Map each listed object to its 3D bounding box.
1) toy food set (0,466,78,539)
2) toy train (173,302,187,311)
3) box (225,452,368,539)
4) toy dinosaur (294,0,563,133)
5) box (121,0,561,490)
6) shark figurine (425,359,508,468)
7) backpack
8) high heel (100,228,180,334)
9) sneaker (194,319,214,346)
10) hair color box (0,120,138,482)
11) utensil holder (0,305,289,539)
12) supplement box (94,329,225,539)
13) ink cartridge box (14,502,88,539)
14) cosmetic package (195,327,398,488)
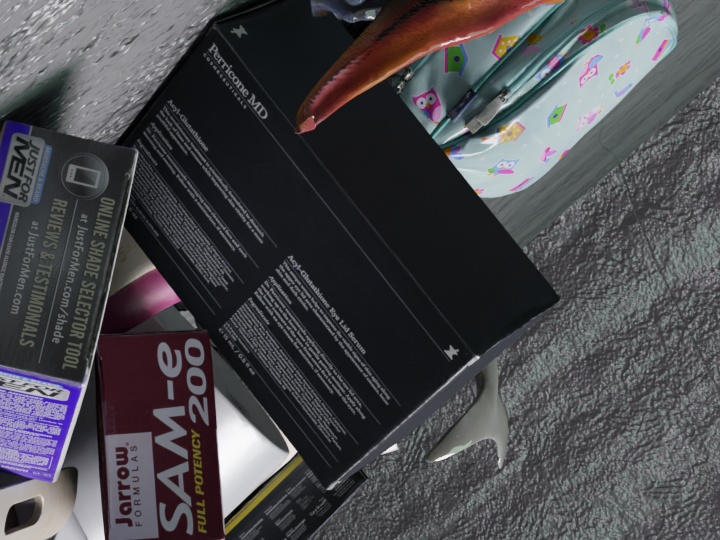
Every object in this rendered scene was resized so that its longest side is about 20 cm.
[{"bbox_3d":[-0.257,0.127,1.082,0.200,0.060,0.144,-10,179,13],"label":"toy food set"},{"bbox_3d":[-0.190,0.067,1.424,0.200,0.034,0.046,-41,170,7],"label":"toy train"},{"bbox_3d":[-0.101,0.203,1.394,0.200,0.049,0.160,-42,177,-39],"label":"box"},{"bbox_3d":[0.068,-0.128,0.994,0.181,0.200,0.105,5,158,1],"label":"toy dinosaur"},{"bbox_3d":[-0.020,-0.016,1.061,0.079,0.200,0.141,-31,170,-43],"label":"box"},{"bbox_3d":[0.022,0.001,1.167,0.128,0.214,0.090,-52,173,6],"label":"shark figurine"},{"bbox_3d":[0.079,-0.121,1.236,0.200,0.127,0.167,-43,170,10],"label":"backpack"},{"bbox_3d":[-0.130,0.010,1.198,0.200,0.067,0.096,-28,163,-50],"label":"high heel"},{"bbox_3d":[-0.068,0.006,1.507,0.088,0.075,0.200,-21,-166,37],"label":"sneaker"},{"bbox_3d":[-0.150,0.021,0.987,0.200,0.065,0.109,127,-25,-68],"label":"hair color box"},{"bbox_3d":[-0.169,0.119,1.336,0.200,0.170,0.170,-42,173,1],"label":"utensil holder"},{"bbox_3d":[-0.109,0.102,1.147,0.061,0.109,0.200,-4,169,-7],"label":"supplement box"},{"bbox_3d":[-0.240,0.210,1.205,0.200,0.145,0.084,-6,-139,18],"label":"ink cartridge box"},{"bbox_3d":[-0.085,0.094,1.503,0.200,0.103,0.087,-16,-157,-10],"label":"cosmetic package"}]
